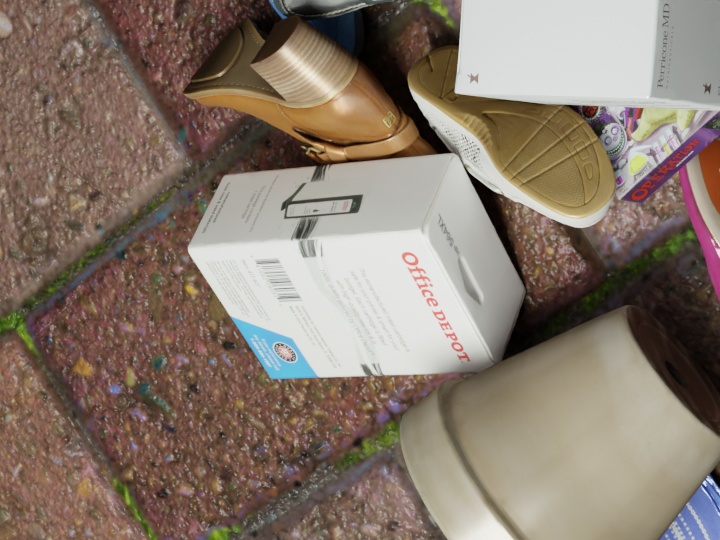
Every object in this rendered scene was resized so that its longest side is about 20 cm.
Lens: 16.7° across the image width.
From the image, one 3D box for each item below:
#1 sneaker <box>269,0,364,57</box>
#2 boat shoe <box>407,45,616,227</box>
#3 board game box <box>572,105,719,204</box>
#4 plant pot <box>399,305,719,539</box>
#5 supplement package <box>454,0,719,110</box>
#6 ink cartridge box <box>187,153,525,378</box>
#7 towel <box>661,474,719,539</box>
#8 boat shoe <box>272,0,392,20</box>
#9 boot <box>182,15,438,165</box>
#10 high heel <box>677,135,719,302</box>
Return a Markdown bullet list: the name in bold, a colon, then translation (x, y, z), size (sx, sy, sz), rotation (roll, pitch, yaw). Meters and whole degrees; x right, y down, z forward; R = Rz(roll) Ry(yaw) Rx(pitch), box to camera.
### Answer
- **sneaker**: translation (-0.069, -0.230, 1.773), size (0.066, 0.078, 0.201), rotation (-20, 102, 43)
- **boat shoe**: translation (0.111, -0.083, 1.708), size (0.200, 0.071, 0.069), rotation (45, 162, 40)
- **board game box**: translation (0.221, -0.151, 1.636), size (0.200, 0.032, 0.120), rotation (-44, 52, 33)
- **plant pot**: translation (0.155, 0.121, 1.686), size (0.173, 0.200, 0.200), rotation (-41, 83, 17)
- **supplement package**: translation (0.158, -0.208, 1.591), size (0.155, 0.111, 0.201), rotation (5, 93, 40)
- **ink cartridge box**: translation (0.000, 0.000, 1.776), size (0.199, 0.085, 0.146), rotation (-3, 134, 30)
- **towel**: translation (0.175, 0.182, 1.797), size (0.200, 0.024, 0.145), rotation (-38, 83, 34)
- **boat shoe**: translation (0.022, -0.222, 1.704), size (0.199, 0.066, 0.075), rotation (-21, 118, 15)
- **boot**: translation (-0.038, -0.111, 1.803), size (0.155, 0.074, 0.200), rotation (42, 165, -21)
- **high heel**: translation (0.252, 0.002, 1.679), size (0.201, 0.067, 0.096), rotation (68, 154, 12)
